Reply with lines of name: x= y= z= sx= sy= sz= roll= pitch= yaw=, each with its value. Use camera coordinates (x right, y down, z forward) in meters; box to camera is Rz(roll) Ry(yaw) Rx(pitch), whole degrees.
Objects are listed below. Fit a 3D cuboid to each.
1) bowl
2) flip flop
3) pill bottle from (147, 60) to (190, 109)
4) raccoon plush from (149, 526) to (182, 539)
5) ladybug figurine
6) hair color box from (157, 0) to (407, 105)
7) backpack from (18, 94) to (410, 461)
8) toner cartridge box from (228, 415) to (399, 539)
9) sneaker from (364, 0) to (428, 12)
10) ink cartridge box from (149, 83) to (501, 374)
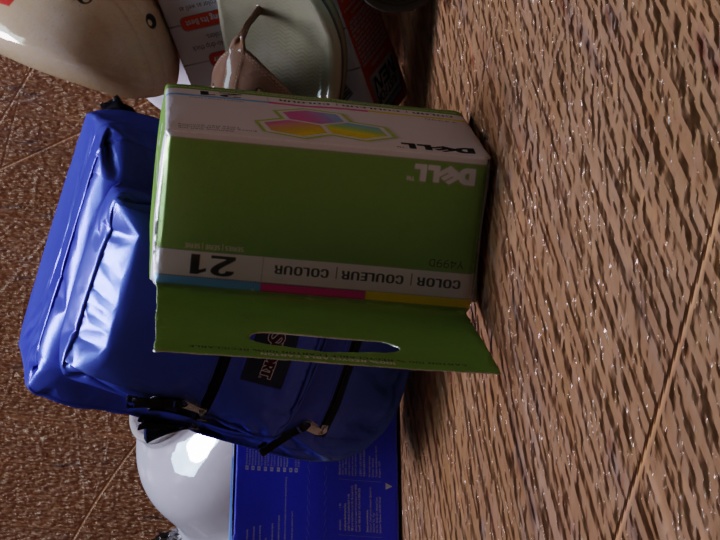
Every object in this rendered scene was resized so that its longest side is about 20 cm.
bowl: x=-0.101 y=0.097 z=1.494 sx=0.201 sy=0.090 sz=0.201 roll=-38 pitch=34 yaw=32
flip flop: x=-0.056 y=-0.085 z=1.186 sx=0.058 sy=0.081 sz=0.200 roll=-28 pitch=-54 yaw=-55
pill bottle: x=-0.067 y=-0.187 z=1.410 sx=0.200 sy=0.111 sz=0.111 roll=-45 pitch=-29 yaw=-47
raccoon plush: x=-0.116 y=0.186 z=1.587 sx=0.097 sy=0.200 sz=0.134 roll=64 pitch=-179 yaw=43
ladybug figurine: x=-0.176 y=-0.157 z=1.278 sx=0.200 sy=0.136 sz=0.072 roll=29 pitch=102 yaw=60
hair color box: x=-0.059 y=-0.172 z=1.226 sx=0.064 sy=0.111 sz=0.200 roll=-56 pitch=-49 yaw=-57
backpack: x=-0.066 y=0.023 z=1.113 sx=0.168 sy=0.200 sz=0.163 roll=-122 pitch=50 yaw=-69
toner cartridge box: x=-0.027 y=0.131 z=1.186 sx=0.043 sy=0.095 sz=0.200 roll=99 pitch=173 yaw=-51
sneaker: x=0.015 y=-0.253 z=1.127 sx=0.121 sy=0.083 sz=0.200 roll=-116 pitch=28 yaw=-60
ink cartridge box: x=-0.016 y=-0.021 z=0.918 sx=0.200 sy=0.147 sz=0.076 roll=-110 pitch=25 yaw=-74
